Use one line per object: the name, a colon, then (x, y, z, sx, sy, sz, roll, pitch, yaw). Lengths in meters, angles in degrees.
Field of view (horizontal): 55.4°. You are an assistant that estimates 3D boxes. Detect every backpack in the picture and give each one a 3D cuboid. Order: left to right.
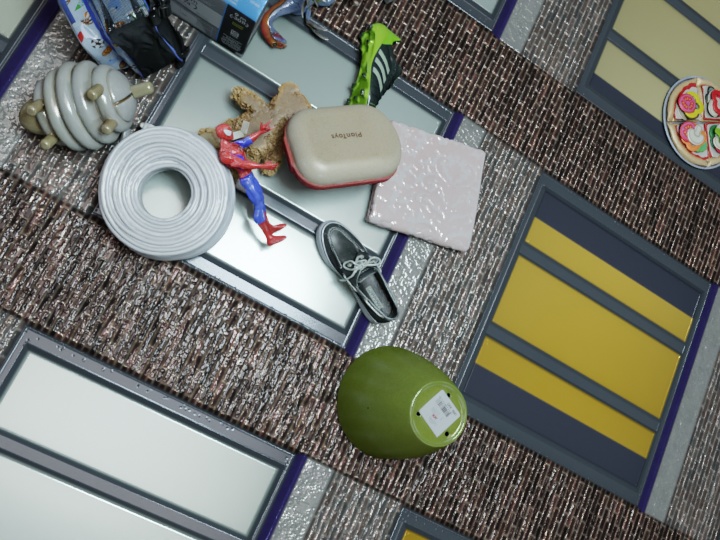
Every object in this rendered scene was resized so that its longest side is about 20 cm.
backpack: (-0.354, -0.394, 1.003, 0.153, 0.200, 0.192, -19, 88, -7)

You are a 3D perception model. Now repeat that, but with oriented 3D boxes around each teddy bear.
teddy bear: (-0.171, -0.221, 1.109, 0.145, 0.067, 0.200, 39, 81, -7)

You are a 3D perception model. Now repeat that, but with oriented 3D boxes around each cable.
cable: (-0.288, -0.116, 1.030, 0.198, 0.069, 0.202, 14, 85, -6)

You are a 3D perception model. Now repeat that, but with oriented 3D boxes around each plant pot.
plant pot: (0.080, 0.213, 1.073, 0.185, 0.200, 0.189, 2, 83, -19)

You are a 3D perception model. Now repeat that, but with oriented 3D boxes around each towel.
towel: (0.118, -0.148, 1.214, 0.198, 0.032, 0.193, 15, 79, -18)

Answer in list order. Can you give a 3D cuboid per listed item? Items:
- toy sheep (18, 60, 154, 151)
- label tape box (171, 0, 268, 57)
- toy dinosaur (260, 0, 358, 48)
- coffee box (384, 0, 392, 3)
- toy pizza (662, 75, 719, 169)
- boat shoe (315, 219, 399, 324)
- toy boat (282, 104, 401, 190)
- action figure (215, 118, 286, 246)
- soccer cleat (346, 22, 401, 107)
toy sheep: (-0.392, -0.235, 0.983, 0.198, 0.138, 0.139, -9, 87, 2)
label tape box: (-0.212, -0.424, 1.036, 0.144, 0.200, 0.064, 30, 75, -14)
toy dinosaur: (-0.095, -0.457, 1.168, 0.180, 0.105, 0.201, -22, 54, -7)
coffee box: (0.040, -0.589, 1.189, 0.079, 0.114, 0.201, -33, 96, -19)
toy pizza: (0.723, -0.314, 1.444, 0.198, 0.032, 0.202, 2, 84, -19)
boat shoe: (-0.002, 0.002, 1.136, 0.073, 0.068, 0.200, -29, 94, -20)
toy boat: (-0.035, -0.185, 1.112, 0.198, 0.131, 0.132, -10, 74, -25)
action figure: (-0.147, -0.146, 1.052, 0.098, 0.065, 0.201, -25, 121, 7)
soccer cleat: (0.028, -0.329, 1.186, 0.081, 0.067, 0.202, 16, 79, -30)
